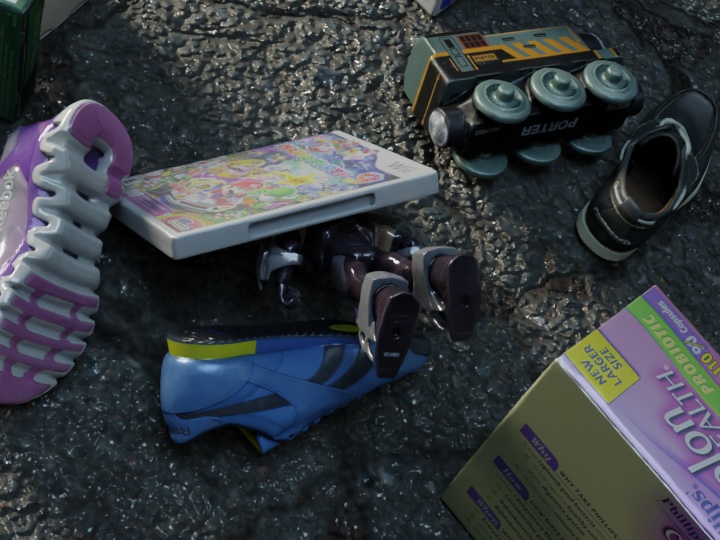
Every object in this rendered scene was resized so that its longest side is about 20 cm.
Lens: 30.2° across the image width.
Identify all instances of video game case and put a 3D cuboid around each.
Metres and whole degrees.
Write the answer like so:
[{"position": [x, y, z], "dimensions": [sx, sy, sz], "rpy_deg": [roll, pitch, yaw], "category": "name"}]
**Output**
[{"position": [-0.066, -0.057, 0.920], "dimensions": [0.198, 0.018, 0.143], "rpy_deg": [-15, 24, -27], "category": "video game case"}]

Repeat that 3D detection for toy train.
[{"position": [0.130, -0.145, 1.064], "dimensions": [0.198, 0.086, 0.115], "rpy_deg": [-13, 55, -26], "category": "toy train"}]

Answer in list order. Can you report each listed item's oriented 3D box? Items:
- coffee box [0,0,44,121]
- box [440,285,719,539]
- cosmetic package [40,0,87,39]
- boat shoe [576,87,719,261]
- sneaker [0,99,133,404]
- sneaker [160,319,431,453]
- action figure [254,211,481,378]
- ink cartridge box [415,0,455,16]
[{"position": [-0.314, -0.188, 0.903], "dimensions": [0.198, 0.123, 0.044], "rpy_deg": [22, 55, -4], "category": "coffee box"}, {"position": [0.167, 0.144, 0.821], "dimensions": [0.096, 0.201, 0.176], "rpy_deg": [-31, 72, -32], "category": "box"}, {"position": [-0.292, -0.267, 0.981], "dimensions": [0.199, 0.088, 0.104], "rpy_deg": [36, 53, 4], "category": "cosmetic package"}, {"position": [0.247, -0.088, 1.078], "dimensions": [0.072, 0.068, 0.200], "rpy_deg": [37, 53, 7], "category": "boat shoe"}, {"position": [-0.216, -0.013, 0.862], "dimensions": [0.087, 0.080, 0.203], "rpy_deg": [3, 70, 30], "category": "sneaker"}, {"position": [-0.041, 0.075, 0.883], "dimensions": [0.198, 0.066, 0.080], "rpy_deg": [-3, 97, -33], "category": "sneaker"}, {"position": [0.000, 0.000, 0.888], "dimensions": [0.129, 0.070, 0.200], "rpy_deg": [-9, 21, -22], "category": "action figure"}, {"position": [0.132, -0.332, 1.105], "dimensions": [0.043, 0.201, 0.198], "rpy_deg": [41, 54, 12], "category": "ink cartridge box"}]
